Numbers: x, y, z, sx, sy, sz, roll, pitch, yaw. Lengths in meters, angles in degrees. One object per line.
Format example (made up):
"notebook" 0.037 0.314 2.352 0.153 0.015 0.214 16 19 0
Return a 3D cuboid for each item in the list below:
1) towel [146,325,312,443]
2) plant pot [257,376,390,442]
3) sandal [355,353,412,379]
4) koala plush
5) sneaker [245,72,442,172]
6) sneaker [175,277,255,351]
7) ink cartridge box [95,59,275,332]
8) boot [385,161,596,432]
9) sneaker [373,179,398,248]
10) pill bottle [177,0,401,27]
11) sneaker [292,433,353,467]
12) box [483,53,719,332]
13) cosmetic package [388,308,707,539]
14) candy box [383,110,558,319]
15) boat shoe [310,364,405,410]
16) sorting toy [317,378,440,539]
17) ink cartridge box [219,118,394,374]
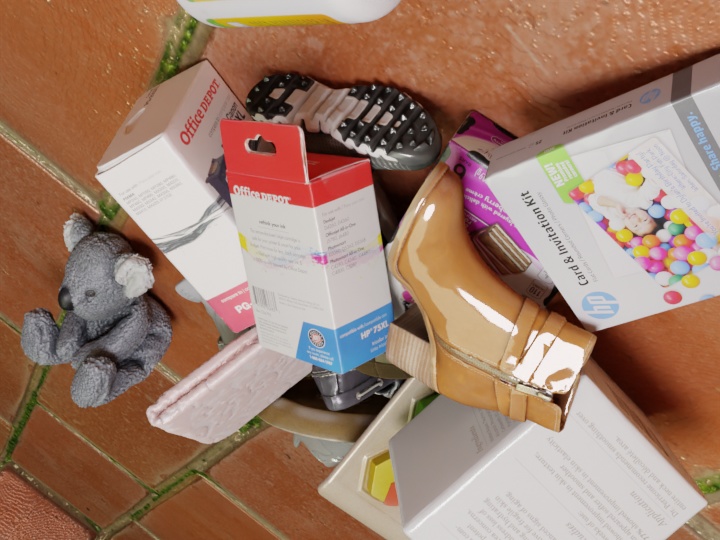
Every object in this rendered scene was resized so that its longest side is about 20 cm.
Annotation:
"towel" -0.108 0.102 1.065 0.032 0.191 0.200 51 177 17
"plant pot" -0.019 0.151 1.199 0.199 0.199 0.028 11 100 37
"sandal" 0.065 0.059 0.991 0.199 0.054 0.081 0 143 -24
"koala plush" -0.331 0.033 1.376 0.177 0.183 0.201 31 131 34
"sneaker" -0.005 -0.108 0.891 0.199 0.067 0.091 19 151 38
"sneaker" -0.135 0.045 1.146 0.115 0.075 0.200 35 144 12
"ink cartridge box" -0.130 -0.069 0.978 0.084 0.145 0.200 -25 119 25
"boot" 0.101 0.023 0.788 0.154 0.074 0.201 23 135 23
"sneaker" 0.000 0.000 0.992 0.099 0.071 0.201 -18 137 4
"pill bottle" -0.031 -0.220 0.707 0.199 0.111 0.111 9 141 39
"sneaker" -0.012 0.200 1.288 0.199 0.075 0.093 15 104 49
"box" 0.207 -0.048 0.713 0.199 0.041 0.156 -19 121 35
"cosmetic package" 0.154 0.176 0.934 0.167 0.200 0.166 45 -170 -16
"candy box" 0.093 -0.009 0.867 0.136 0.061 0.200 34 131 4
"boat shoe" 0.011 0.102 1.068 0.072 0.200 0.063 -12 84 25
"sorting toy" 0.084 0.200 1.073 0.185 0.200 0.037 38 -172 -22
"ink cartridge box" -0.043 -0.029 0.863 0.116 0.067 0.201 13 119 47
